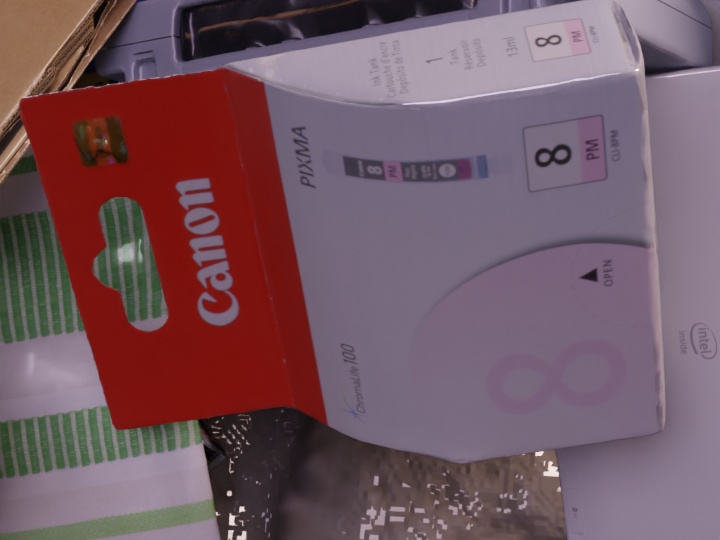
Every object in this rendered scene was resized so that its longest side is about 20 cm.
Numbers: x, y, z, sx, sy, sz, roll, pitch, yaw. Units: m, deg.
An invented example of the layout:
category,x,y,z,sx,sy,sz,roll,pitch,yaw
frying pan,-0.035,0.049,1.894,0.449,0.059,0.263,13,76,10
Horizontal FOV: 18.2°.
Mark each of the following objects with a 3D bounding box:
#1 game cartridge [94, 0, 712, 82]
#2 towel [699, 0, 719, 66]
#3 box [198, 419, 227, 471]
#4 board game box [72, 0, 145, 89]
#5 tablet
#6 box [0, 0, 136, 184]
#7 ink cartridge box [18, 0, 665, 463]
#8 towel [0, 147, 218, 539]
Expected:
category,x,y,z,sx,sy,sz,roll,pitch,yaw
game cartridge,0.020,-0.082,0.825,0.199,0.133,0.042,-7,84,30
towel,0.132,-0.106,0.836,0.152,0.023,0.200,39,130,15
box,-0.166,0.037,0.924,0.137,0.040,0.200,-38,72,0
board game box,-0.174,-0.071,0.911,0.199,0.041,0.201,-22,72,4
tablet,0.131,0.023,0.826,0.129,0.014,0.201,-6,108,10
box,-0.193,-0.087,0.815,0.199,0.021,0.164,16,56,24
ink cartridge box,0.000,0.000,0.761,0.199,0.163,0.057,-12,41,-2
towel,-0.140,0.053,0.848,0.152,0.023,0.201,-10,96,2
